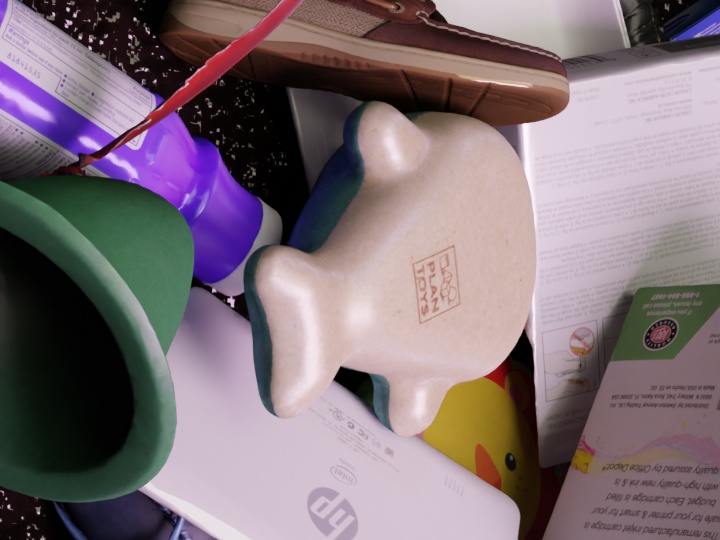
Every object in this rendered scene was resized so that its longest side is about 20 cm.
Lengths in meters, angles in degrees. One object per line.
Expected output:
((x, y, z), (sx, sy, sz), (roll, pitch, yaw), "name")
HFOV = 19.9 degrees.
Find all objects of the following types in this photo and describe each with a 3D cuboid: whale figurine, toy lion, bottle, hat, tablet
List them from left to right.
((-0.122, -0.055, 0.912), (0.199, 0.083, 0.066), (33, 65, -30), "bottle")
((-0.101, -0.020, 0.876), (0.176, 0.199, 0.167), (-51, 126, -43), "hat")
((-0.012, 0.099, 0.932), (0.199, 0.014, 0.131), (34, 37, -14), "tablet")
((0.000, 0.000, 0.954), (0.200, 0.103, 0.161), (-29, 117, -49), "whale figurine")
((0.045, 0.130, 1.029), (0.199, 0.068, 0.193), (-26, 97, -51), "toy lion")

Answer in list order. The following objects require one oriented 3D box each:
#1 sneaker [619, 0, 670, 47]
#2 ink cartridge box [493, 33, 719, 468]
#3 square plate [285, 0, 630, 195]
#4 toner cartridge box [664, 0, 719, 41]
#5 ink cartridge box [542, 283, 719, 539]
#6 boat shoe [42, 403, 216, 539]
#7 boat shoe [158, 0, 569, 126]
((0.161, -0.100, 1.139), (0.103, 0.060, 0.202), (6, 88, -10), "sneaker")
((0.144, -0.014, 1.079), (0.161, 0.057, 0.202), (-12, 112, -24), "ink cartridge box")
((0.040, -0.139, 1.058), (0.199, 0.028, 0.200), (-18, 99, -21), "square plate")
((0.247, -0.132, 1.240), (0.199, 0.043, 0.096), (-33, 105, -36), "toner cartridge box")
((0.175, 0.111, 0.984), (0.084, 0.144, 0.201), (36, 66, -31), "ink cartridge box")
((-0.081, 0.138, 0.926), (0.200, 0.084, 0.069), (48, 48, -22), "boat shoe")
((0.006, -0.121, 0.982), (0.198, 0.072, 0.073), (11, 77, 4), "boat shoe")
